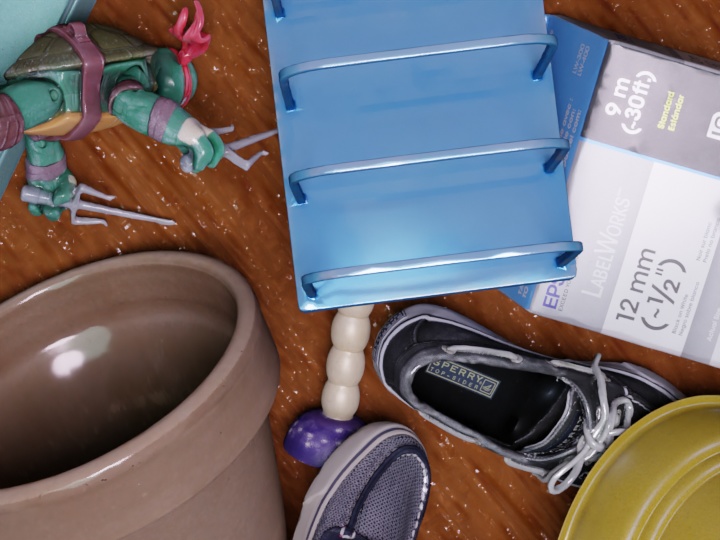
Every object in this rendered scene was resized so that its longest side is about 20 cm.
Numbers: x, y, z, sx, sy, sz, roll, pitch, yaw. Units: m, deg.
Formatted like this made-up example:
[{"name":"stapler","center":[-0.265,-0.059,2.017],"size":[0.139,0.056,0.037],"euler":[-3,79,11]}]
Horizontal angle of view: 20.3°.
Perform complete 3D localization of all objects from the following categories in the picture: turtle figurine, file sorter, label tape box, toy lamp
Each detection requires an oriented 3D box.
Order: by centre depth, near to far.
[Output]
[{"name":"file sorter","center":[0.025,-0.091,0.938],"size":[0.137,0.123,0.202],"euler":[-7,86,0]},{"name":"turtle figurine","center":[-0.143,-0.073,1.000],"size":[0.199,0.149,0.102],"euler":[-10,82,-34]},{"name":"label tape box","center":[0.136,-0.042,1.020],"size":[0.198,0.066,0.145],"euler":[15,103,-3]},{"name":"toy lamp","center":[0.000,0.000,1.041],"size":[0.058,0.058,0.202],"euler":[11,106,0]}]

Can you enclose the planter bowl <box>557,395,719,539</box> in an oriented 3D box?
[{"name":"planter bowl","center":[0.194,0.167,1.004],"size":[0.199,0.083,0.203],"euler":[-3,96,-34]}]

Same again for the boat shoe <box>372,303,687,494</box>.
[{"name":"boat shoe","center":[0.102,0.074,1.026],"size":[0.198,0.068,0.074],"euler":[27,100,-21]}]

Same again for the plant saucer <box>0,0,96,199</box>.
[{"name":"plant saucer","center":[-0.205,-0.083,1.049],"size":[0.069,0.019,0.201],"euler":[27,103,-4]}]

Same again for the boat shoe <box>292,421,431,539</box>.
[{"name":"boat shoe","center":[0.006,0.167,0.983],"size":[0.075,0.092,0.201],"euler":[42,62,-35]}]

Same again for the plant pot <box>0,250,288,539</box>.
[{"name":"plant pot","center":[-0.117,0.116,1.018],"size":[0.198,0.201,0.176],"euler":[-18,120,6]}]
